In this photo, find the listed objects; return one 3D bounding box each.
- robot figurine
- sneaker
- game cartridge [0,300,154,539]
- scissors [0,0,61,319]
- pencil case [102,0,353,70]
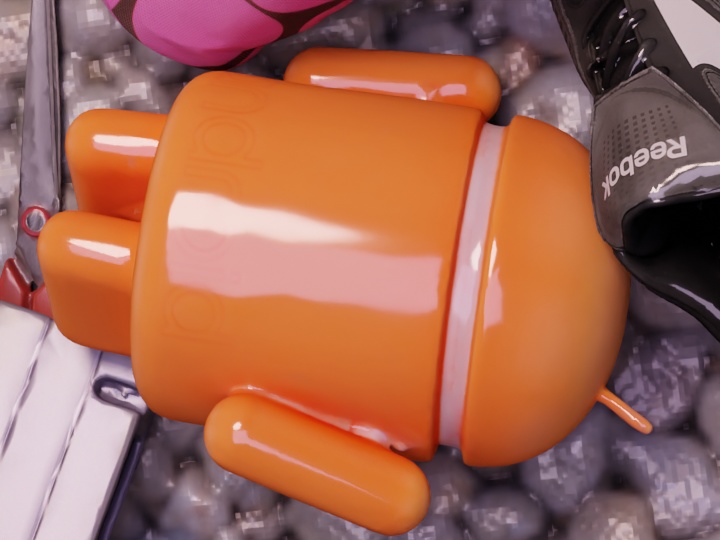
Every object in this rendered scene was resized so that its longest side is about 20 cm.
[{"bbox_3d":[0.000,0.002,0.813,0.198,0.144,0.117,8,113,5],"label":"robot figurine"},{"bbox_3d":[0.100,-0.046,0.772,0.066,0.090,0.201,-43,71,39],"label":"sneaker"},{"bbox_3d":[-0.157,0.104,0.855,0.129,0.038,0.201,17,78,12],"label":"game cartridge"},{"bbox_3d":[-0.107,-0.004,0.888,0.073,0.014,0.201,18,96,10],"label":"scissors"},{"bbox_3d":[-0.007,-0.137,0.779,0.199,0.090,0.094,-24,76,42],"label":"pencil case"}]
